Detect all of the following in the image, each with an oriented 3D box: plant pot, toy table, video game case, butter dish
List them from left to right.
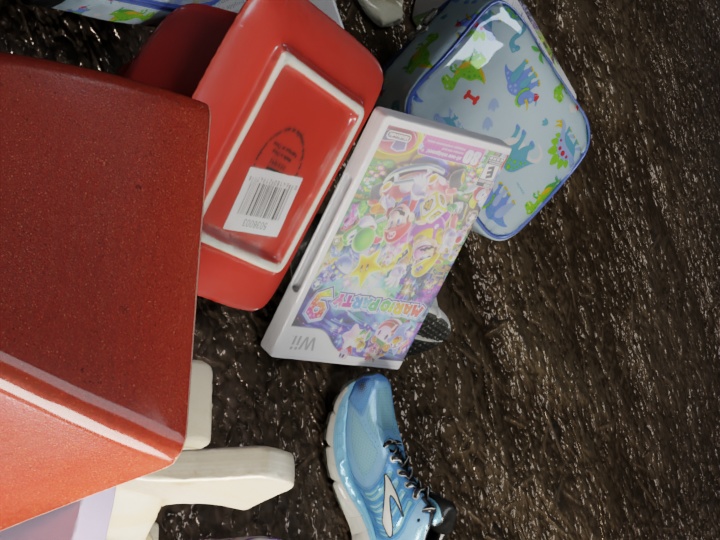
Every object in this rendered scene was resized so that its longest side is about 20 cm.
[{"bbox_3d":[-0.209,0.000,0.796,0.175,0.199,0.202,25,54,-38],"label":"plant pot"},{"bbox_3d":[-0.136,0.127,0.885,0.116,0.183,0.202,22,65,-34],"label":"toy table"},{"bbox_3d":[-0.105,-0.097,1.062,0.201,0.147,0.200,-62,154,1],"label":"butter dish"},{"bbox_3d":[0.021,-0.018,1.193,0.142,0.201,0.018,8,25,-46],"label":"video game case"}]

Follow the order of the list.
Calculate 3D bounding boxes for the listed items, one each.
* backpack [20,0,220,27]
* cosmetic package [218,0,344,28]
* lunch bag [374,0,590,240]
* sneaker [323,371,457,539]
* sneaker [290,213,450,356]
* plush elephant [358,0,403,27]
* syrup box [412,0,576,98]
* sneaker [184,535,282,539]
[{"bbox_3d":[-0.148,-0.234,1.039,0.200,0.153,0.164,26,32,-60],"label":"backpack"},{"bbox_3d":[-0.081,-0.226,1.178,0.071,0.100,0.202,-108,180,-82],"label":"cosmetic package"},{"bbox_3d":[0.106,-0.136,1.442,0.161,0.082,0.200,-49,125,-12],"label":"lunch bag"},{"bbox_3d":[0.035,0.174,1.220,0.078,0.089,0.202,-2,77,-60],"label":"sneaker"},{"bbox_3d":[0.000,0.000,1.278,0.200,0.073,0.081,40,30,-52],"label":"sneaker"},{"bbox_3d":[0.063,-0.308,1.445,0.155,0.198,0.166,68,35,-60],"label":"plush elephant"},{"bbox_3d":[0.136,-0.210,1.585,0.201,0.078,0.082,53,35,-33],"label":"syrup box"},{"bbox_3d":[-0.046,0.236,1.028,0.201,0.113,0.073,48,37,-41],"label":"sneaker"}]
